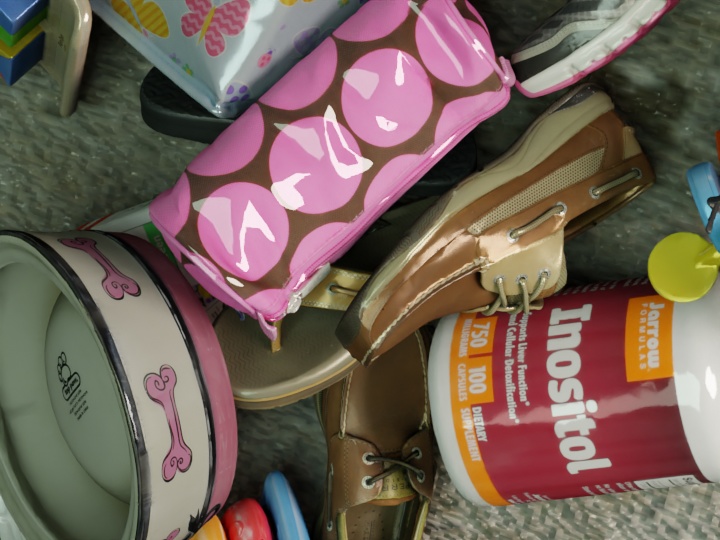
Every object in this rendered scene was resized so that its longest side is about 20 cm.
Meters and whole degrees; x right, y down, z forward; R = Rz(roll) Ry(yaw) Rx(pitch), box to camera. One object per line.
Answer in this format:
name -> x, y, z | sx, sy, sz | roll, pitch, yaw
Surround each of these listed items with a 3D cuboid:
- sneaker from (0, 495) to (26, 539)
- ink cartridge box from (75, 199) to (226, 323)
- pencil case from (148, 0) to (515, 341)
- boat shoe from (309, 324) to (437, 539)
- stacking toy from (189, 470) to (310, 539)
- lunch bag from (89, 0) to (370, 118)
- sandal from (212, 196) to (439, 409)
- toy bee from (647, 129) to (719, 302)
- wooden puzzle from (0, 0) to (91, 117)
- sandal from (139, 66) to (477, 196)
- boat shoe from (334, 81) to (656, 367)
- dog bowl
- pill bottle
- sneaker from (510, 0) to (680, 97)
sneaker -> -0.167, 0.169, 1.622 | 0.080, 0.074, 0.200 | -3, 110, 11
ink cartridge box -> -0.119, 0.018, 1.563 | 0.200, 0.050, 0.109 | -19, 98, 23
pencil case -> -0.009, -0.062, 1.403 | 0.200, 0.091, 0.094 | -45, 71, -2
boat shoe -> 0.014, 0.109, 1.519 | 0.072, 0.068, 0.200 | -5, 116, -16
stacking toy -> -0.125, 0.188, 1.533 | 0.200, 0.110, 0.116 | -5, 129, -11
lunch bag -> -0.077, -0.200, 1.442 | 0.200, 0.127, 0.170 | 44, 116, 26
sandal -> 0.000, 0.000, 1.464 | 0.200, 0.054, 0.080 | -29, 51, -5
toy bee -> 0.202, -0.010, 1.356 | 0.131, 0.200, 0.109 | -17, 101, 33
wooden puzzle -> -0.220, -0.175, 1.480 | 0.046, 0.185, 0.200 | -39, 87, -12
sandal -> -0.025, -0.074, 1.501 | 0.200, 0.075, 0.048 | 16, 136, 23
boat shoe -> 0.076, -0.016, 1.415 | 0.200, 0.076, 0.074 | -41, 83, -20
dog bowl -> -0.139, 0.067, 1.477 | 0.200, 0.074, 0.200 | 33, 132, 47
pill bottle -> 0.146, 0.060, 1.445 | 0.200, 0.113, 0.113 | -9, 102, 22
sneaker -> 0.138, -0.176, 1.403 | 0.087, 0.074, 0.200 | 45, 110, 3
